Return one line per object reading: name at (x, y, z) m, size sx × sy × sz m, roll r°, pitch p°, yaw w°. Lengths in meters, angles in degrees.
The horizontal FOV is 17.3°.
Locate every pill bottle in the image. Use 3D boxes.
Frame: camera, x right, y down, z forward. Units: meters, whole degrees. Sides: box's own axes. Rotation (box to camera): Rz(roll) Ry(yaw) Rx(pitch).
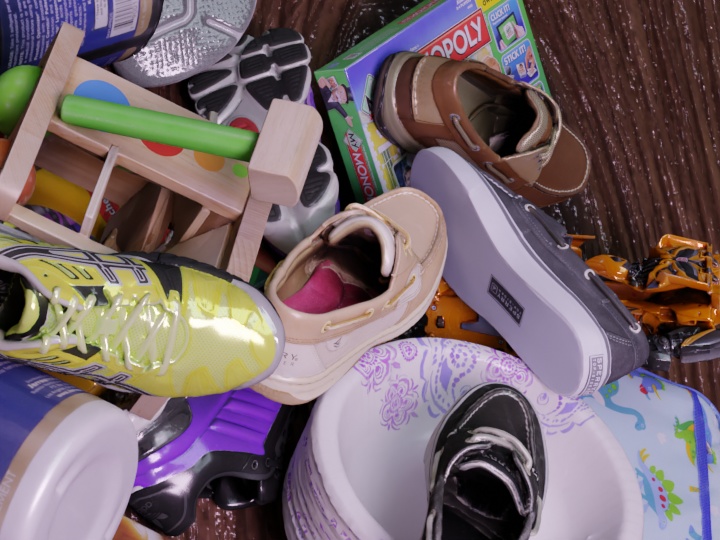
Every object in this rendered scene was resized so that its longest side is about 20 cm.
pill bottle at (-0.220, 0.082, 1.174) m, size 0.199 × 0.112 × 0.111 m, roll 23°, pitch 43°, yaw 19°
pill bottle at (-0.218, -0.154, 1.366) m, size 0.199 × 0.112 × 0.112 m, roll -23°, pitch 78°, yaw -44°

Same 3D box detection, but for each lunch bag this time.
lunch bag at (0.163, 0.155, 1.482) m, size 0.160 × 0.082 × 0.201 m, roll 22°, pitch 53°, yaw -28°

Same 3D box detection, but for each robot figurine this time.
robot figurine at (0.143, 0.015, 1.481) m, size 0.198 × 0.059 × 0.145 m, roll 2°, pitch 22°, yaw 7°

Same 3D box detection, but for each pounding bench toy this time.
pounding bench toy at (-0.126, -0.048, 1.230) m, size 0.155 × 0.200 × 0.125 m, roll 26°, pitch 49°, yaw -13°

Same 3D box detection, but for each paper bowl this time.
paper bowl at (0.053, 0.144, 1.342) m, size 0.199 × 0.105 × 0.202 m, roll 15°, pitch 40°, yaw -12°

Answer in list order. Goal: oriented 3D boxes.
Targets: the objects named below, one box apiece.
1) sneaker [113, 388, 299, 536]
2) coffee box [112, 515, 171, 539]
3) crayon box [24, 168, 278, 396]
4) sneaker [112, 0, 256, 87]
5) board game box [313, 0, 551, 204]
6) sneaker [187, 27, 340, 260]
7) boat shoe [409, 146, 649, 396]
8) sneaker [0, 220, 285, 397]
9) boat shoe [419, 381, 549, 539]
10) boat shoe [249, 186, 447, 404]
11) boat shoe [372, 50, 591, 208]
sneaker at (-0.070, 0.086, 1.365) m, size 0.200 × 0.069 × 0.100 m, roll -37°, pitch 95°, yaw -40°
coffee box at (-0.099, 0.216, 1.247) m, size 0.199 × 0.080 × 0.115 m, roll 29°, pitch 50°, yaw -19°
crayon box at (-0.152, -0.001, 1.363) m, size 0.200 × 0.051 × 0.127 m, roll -33°, pitch 86°, yaw -44°
sneaker at (-0.096, -0.189, 1.514) m, size 0.070 × 0.080 × 0.201 m, roll 43°, pitch 65°, yaw -15°
board game box at (0.056, -0.107, 1.560) m, size 0.200 × 0.029 × 0.136 m, roll -38°, pitch 117°, yaw -44°
sneaker at (-0.056, -0.071, 1.469) m, size 0.080 × 0.084 × 0.201 m, roll -15°, pitch 48°, yaw 2°
boat shoe at (0.102, -0.005, 1.409) m, size 0.066 × 0.070 × 0.200 m, roll -12°, pitch 44°, yaw -31°
sneaker at (-0.135, 0.026, 1.147) m, size 0.198 × 0.076 × 0.076 m, roll 11°, pitch 13°, yaw -5°
boat shoe at (0.068, 0.120, 1.246) m, size 0.070 × 0.064 × 0.201 m, roll 21°, pitch 40°, yaw -3°
boat shoe at (0.000, 0.000, 1.343) m, size 0.073 × 0.070 × 0.200 m, roll 28°, pitch 39°, yaw 12°
boat shoe at (0.092, -0.087, 1.522) m, size 0.199 × 0.073 × 0.076 m, roll 19°, pitch 75°, yaw -48°
